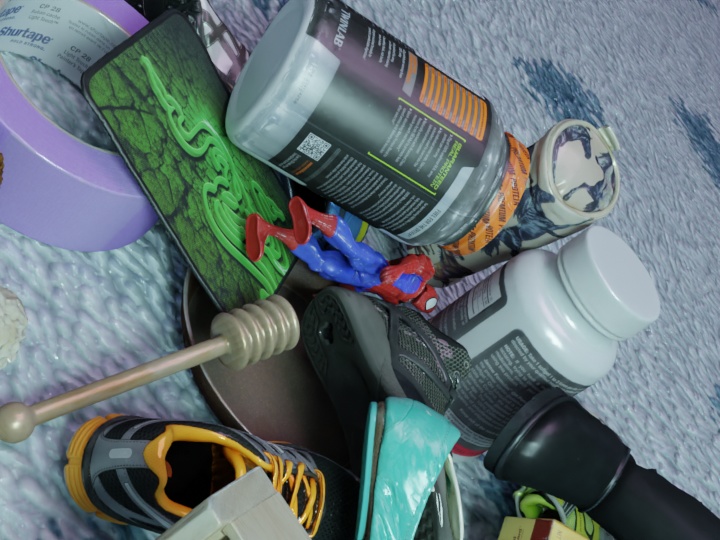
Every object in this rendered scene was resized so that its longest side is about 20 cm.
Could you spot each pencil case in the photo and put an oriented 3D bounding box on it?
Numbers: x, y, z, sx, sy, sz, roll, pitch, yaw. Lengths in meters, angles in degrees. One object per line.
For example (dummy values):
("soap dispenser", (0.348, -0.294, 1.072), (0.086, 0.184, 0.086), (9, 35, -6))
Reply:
("pencil case", (0.117, -0.051, 0.914), (0.078, 0.200, 0.090), (43, 56, -14))

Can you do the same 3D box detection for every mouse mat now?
("mouse mat", (-0.103, -0.069, 0.782), (0.201, 0.007, 0.161), (61, 26, -20))

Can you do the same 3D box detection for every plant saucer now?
("plant saucer", (-0.050, 0.063, 0.808), (0.200, 0.034, 0.201), (31, 37, -27))

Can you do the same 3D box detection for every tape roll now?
("tape roll", (-0.198, -0.113, 0.772), (0.200, 0.066, 0.201), (33, 35, -27))

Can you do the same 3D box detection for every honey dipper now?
("honey dipper", (-0.123, 0.058, 0.681), (0.199, 0.038, 0.038), (-19, 72, -38))

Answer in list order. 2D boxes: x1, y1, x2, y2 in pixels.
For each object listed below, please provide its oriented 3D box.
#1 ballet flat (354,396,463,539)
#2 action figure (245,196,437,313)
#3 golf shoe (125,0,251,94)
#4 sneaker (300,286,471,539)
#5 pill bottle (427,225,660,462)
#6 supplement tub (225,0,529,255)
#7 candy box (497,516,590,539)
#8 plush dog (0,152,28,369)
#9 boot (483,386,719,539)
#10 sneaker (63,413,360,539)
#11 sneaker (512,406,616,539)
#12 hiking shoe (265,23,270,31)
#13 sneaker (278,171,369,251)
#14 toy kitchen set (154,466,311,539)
("ballet flat", (0.021, 0.175, 0.661), (0.070, 0.067, 0.202), (12, 80, 1))
("action figure", (0.000, 0.000, 0.838), (0.199, 0.065, 0.052), (20, 53, -53))
("golf shoe", (-0.123, -0.164, 0.920), (0.094, 0.077, 0.201), (-1, 66, -61))
("sneaker", (0.041, 0.102, 0.779), (0.114, 0.076, 0.200), (8, 46, -40))
("pill bottle", (0.122, 0.054, 0.875), (0.110, 0.200, 0.111), (32, 37, -28))
("supplement tub", (0.015, -0.098, 0.820), (0.199, 0.123, 0.123), (30, 37, -22))
("candy box", (0.170, 0.265, 0.812), (0.199, 0.056, 0.117), (33, 67, -28))
("plush dog", (-0.253, -0.058, 0.591), (0.199, 0.161, 0.172), (19, 20, -40))
("boot", (0.183, 0.162, 0.801), (0.162, 0.074, 0.198), (41, 9, 26))
("sneaker", (-0.066, 0.128, 0.661), (0.199, 0.077, 0.079), (17, 69, -36))
("sneaker", (0.164, 0.175, 0.924), (0.076, 0.075, 0.201), (38, 33, -23))
("hiking shoe", (-0.002, -0.174, 1.088), (0.200, 0.076, 0.101), (38, 41, -4))
("sneaker", (-0.030, -0.113, 0.911), (0.078, 0.065, 0.202), (5, 84, -63))
("toy kitchen set", (-0.148, 0.150, 0.452), (0.164, 0.180, 0.200), (54, 28, 8))
